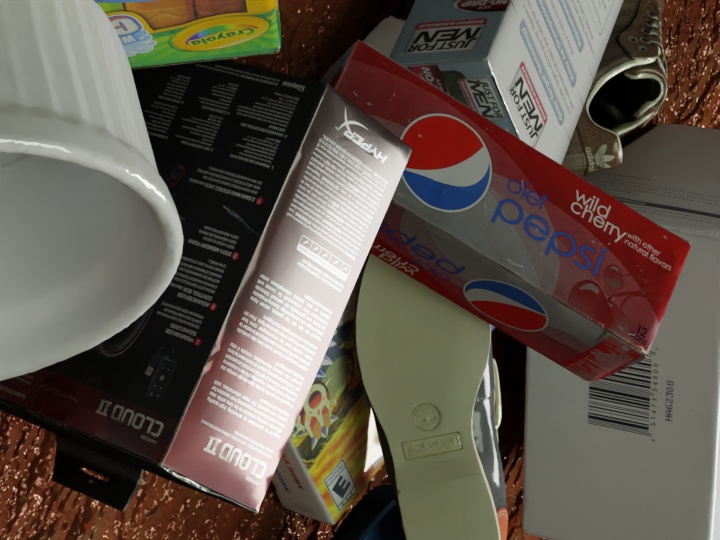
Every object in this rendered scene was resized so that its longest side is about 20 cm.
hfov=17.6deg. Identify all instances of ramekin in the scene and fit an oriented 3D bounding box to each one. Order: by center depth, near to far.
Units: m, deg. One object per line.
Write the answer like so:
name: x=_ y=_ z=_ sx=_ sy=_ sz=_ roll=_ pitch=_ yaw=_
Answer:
ramekin: x=-0.173 y=-0.038 z=0.899 sx=0.200 sy=0.200 sz=0.098 roll=22 pitch=48 yaw=-50

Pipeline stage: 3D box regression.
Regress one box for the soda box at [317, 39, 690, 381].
soda box: x=0.058 y=-0.026 z=1.141 sx=0.199 sy=0.063 sz=0.070 roll=31 pitch=64 yaw=-11

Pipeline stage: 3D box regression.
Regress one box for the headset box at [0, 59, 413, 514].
headset box: x=-0.086 y=0.007 z=1.047 sx=0.075 sy=0.148 sz=0.201 roll=33 pitch=77 yaw=-48

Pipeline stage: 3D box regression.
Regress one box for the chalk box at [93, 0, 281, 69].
chalk box: x=-0.100 y=-0.158 z=0.940 sx=0.200 sy=0.124 sz=0.125 roll=82 pitch=0 yaw=-68

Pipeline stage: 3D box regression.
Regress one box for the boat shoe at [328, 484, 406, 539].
boat shoe: x=-0.035 y=0.197 z=1.237 sx=0.201 sy=0.068 sz=0.084 roll=-56 pitch=132 yaw=-18

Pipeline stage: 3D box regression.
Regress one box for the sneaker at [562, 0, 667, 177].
sneaker: x=0.145 y=-0.111 z=1.304 sx=0.200 sy=0.075 sz=0.071 roll=-54 pitch=143 yaw=-40

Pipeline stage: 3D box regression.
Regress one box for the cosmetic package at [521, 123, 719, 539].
cosmetic package: x=0.187 y=0.038 z=1.361 sx=0.200 sy=0.122 sz=0.201 roll=-29 pitch=124 yaw=-56

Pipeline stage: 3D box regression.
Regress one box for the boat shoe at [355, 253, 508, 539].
boat shoe: x=0.041 y=0.066 z=1.209 sx=0.063 sy=0.071 sz=0.202 roll=-49 pitch=130 yaw=-77

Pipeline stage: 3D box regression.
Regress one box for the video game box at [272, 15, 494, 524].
video game box: x=0.000 y=0.000 z=1.224 sx=0.200 sy=0.047 sz=0.183 roll=-49 pitch=132 yaw=-26

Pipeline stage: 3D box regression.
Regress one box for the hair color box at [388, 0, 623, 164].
hair color box: x=0.085 y=-0.141 z=1.217 sx=0.099 sy=0.060 sz=0.201 roll=61 pitch=39 yaw=-40
